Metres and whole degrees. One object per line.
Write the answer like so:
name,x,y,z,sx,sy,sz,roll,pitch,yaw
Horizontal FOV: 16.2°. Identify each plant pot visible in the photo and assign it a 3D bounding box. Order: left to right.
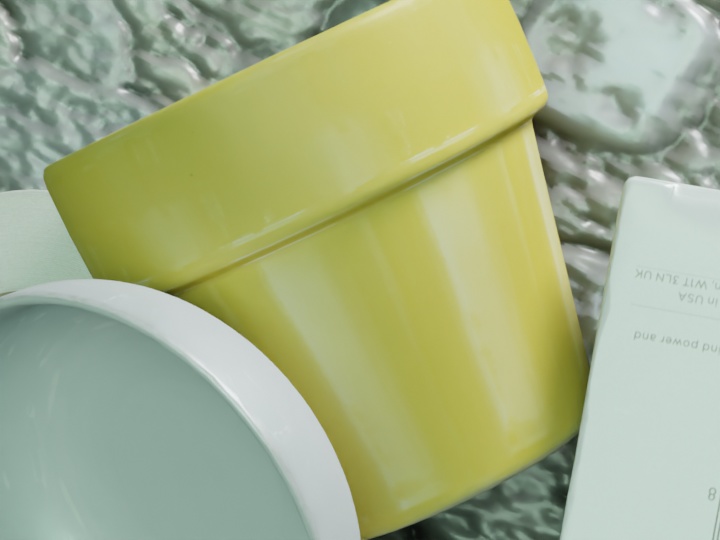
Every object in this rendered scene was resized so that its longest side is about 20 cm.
plant pot,0.000,0.000,1.028,0.201,0.201,0.189,-24,94,10

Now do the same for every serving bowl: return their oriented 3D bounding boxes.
serving bowl,-0.077,0.088,0.972,0.200,0.066,0.200,17,123,28

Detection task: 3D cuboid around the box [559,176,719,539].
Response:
box,0.190,0.079,0.998,0.199,0.131,0.200,10,86,14

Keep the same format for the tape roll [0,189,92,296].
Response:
tape roll,-0.144,0.063,1.127,0.203,0.037,0.203,-1,85,13
